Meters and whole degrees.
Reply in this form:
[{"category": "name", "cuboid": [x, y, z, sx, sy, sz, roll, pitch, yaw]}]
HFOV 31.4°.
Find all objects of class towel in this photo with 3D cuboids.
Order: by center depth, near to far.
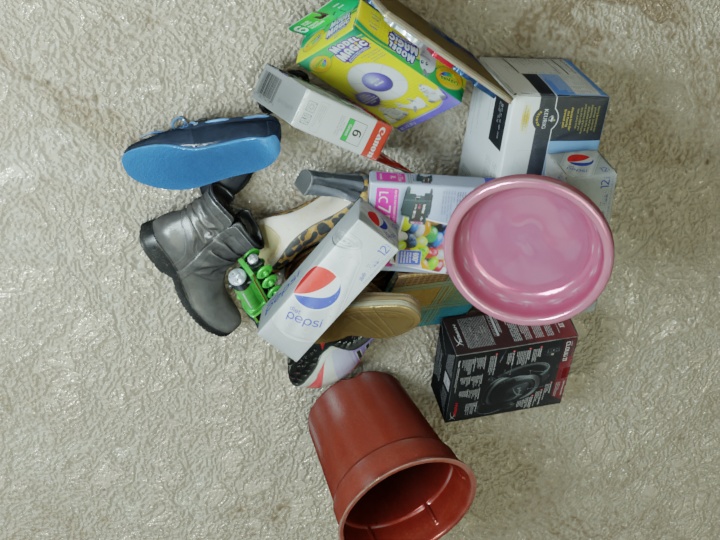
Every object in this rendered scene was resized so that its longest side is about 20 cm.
[{"category": "towel", "cuboid": [0.093, 0.032, 1.696, 0.146, 0.022, 0.200, -7, 158, -15]}]

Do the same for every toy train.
[{"category": "toy train", "cuboid": [-0.125, 0.034, 1.618, 0.056, 0.042, 0.200, -36, 155, -7]}]

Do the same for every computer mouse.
[{"category": "computer mouse", "cuboid": [-0.129, -0.162, 1.572, 0.058, 0.034, 0.200, 29, 107, -29]}]

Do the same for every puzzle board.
[{"category": "puzzle board", "cuboid": [0.080, -0.272, 1.502, 0.199, 0.151, 0.017, 30, 107, -30]}]

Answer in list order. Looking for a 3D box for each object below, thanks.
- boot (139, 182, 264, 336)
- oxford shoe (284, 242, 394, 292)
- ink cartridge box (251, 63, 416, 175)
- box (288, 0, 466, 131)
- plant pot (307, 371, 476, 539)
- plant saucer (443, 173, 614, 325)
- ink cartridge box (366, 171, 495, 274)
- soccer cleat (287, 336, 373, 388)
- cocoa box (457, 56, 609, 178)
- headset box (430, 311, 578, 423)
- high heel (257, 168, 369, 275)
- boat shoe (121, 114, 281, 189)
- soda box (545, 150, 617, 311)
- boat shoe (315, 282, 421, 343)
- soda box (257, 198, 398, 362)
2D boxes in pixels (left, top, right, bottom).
[{"category": "boot", "cuboid": [-0.173, -0.008, 1.608, 0.131, 0.070, 0.200, -24, 127, 18]}, {"category": "oxford shoe", "cuboid": [0.000, 0.000, 1.687, 0.199, 0.071, 0.072, -6, 123, -12]}, {"category": "ink cartridge box", "cuboid": [-0.021, -0.179, 1.538, 0.199, 0.109, 0.051, 18, 103, -38]}, {"category": "box", "cuboid": [0.016, -0.246, 1.523, 0.200, 0.049, 0.117, 31, 149, -28]}, {"category": "plant pot", "cuboid": [0.028, 0.256, 1.756, 0.200, 0.196, 0.201, -16, 136, -16]}, {"category": "plant saucer", "cuboid": [0.199, -0.030, 1.512, 0.199, 0.051, 0.201, 7, 123, 11]}, {"category": "ink cartridge box", "cuboid": [0.105, -0.055, 1.565, 0.199, 0.042, 0.120, 2, 117, -5]}, {"category": "soccer cleat", "cuboid": [-0.018, 0.097, 1.717, 0.073, 0.069, 0.200, 10, 141, -38]}, {"category": "cocoa box", "cuboid": [0.214, -0.155, 1.624, 0.130, 0.134, 0.201, -2, 120, -17]}, {"category": "headset box", "cuboid": [0.209, 0.127, 1.805, 0.199, 0.077, 0.149, -10, 137, -13]}, {"category": "high heel", "cuboid": [-0.060, -0.048, 1.653, 0.142, 0.072, 0.200, 3, 135, -44]}, {"category": "boat shoe", "cuboid": [-0.185, -0.143, 1.536, 0.199, 0.069, 0.084, -2, 133, 12]}, {"category": "soda box", "cuboid": [0.259, -0.045, 1.576, 0.068, 0.064, 0.201, -7, 124, -12]}, {"category": "boat shoe", "cuboid": [-0.006, 0.043, 1.615, 0.199, 0.069, 0.074, -7, 141, 36]}, {"category": "soda box", "cuboid": [-0.039, 0.012, 1.538, 0.063, 0.068, 0.200, 36, 112, -16]}]
